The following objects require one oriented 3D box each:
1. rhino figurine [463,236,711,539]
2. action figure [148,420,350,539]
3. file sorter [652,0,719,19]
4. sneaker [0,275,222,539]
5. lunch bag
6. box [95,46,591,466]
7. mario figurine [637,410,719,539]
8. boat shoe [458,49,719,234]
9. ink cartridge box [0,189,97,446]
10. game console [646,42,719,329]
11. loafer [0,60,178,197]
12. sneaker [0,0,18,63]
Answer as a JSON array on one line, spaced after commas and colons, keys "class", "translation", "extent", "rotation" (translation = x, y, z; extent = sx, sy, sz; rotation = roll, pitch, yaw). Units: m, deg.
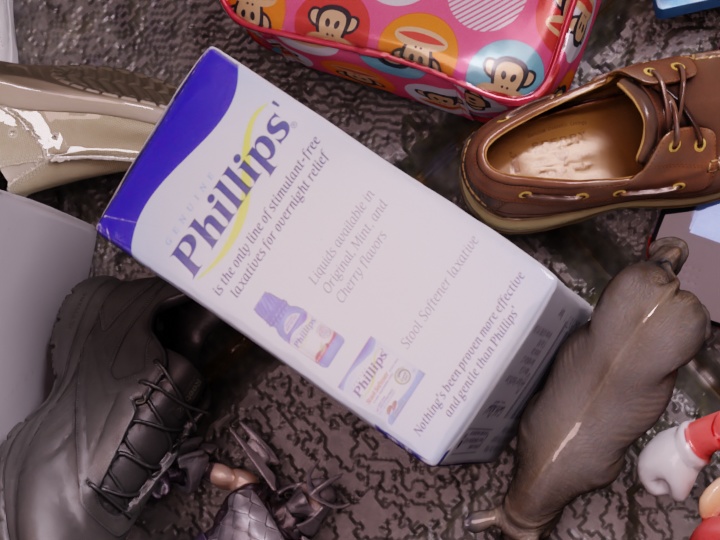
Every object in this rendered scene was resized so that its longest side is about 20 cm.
[{"class": "rhino figurine", "translation": [0.110, 0.078, 0.885], "extent": [0.060, 0.087, 0.201], "rotation": [34, 106, 10]}, {"class": "action figure", "translation": [-0.091, 0.163, 0.934], "extent": [0.199, 0.069, 0.131], "rotation": [-32, 66, 1]}, {"class": "file sorter", "translation": [0.230, -0.231, 0.870], "extent": [0.198, 0.123, 0.140], "rotation": [-12, 73, 4]}, {"class": "sneaker", "translation": [-0.124, 0.080, 0.902], "extent": [0.090, 0.076, 0.201], "rotation": [-11, 51, 30]}, {"class": "lunch bag", "translation": [0.036, -0.183, 0.942], "extent": [0.198, 0.082, 0.178], "rotation": [19, 87, 13]}, {"class": "box", "translation": [0.000, 0.000, 0.876], "extent": [0.199, 0.184, 0.105], "rotation": [35, 92, 13]}, {"class": "mario figurine", "translation": [0.219, 0.088, 0.869], "extent": [0.123, 0.106, 0.201], "rotation": [21, 80, 52]}, {"class": "boat shoe", "translation": [0.146, -0.068, 0.878], "extent": [0.198, 0.068, 0.073], "rotation": [-15, 79, 1]}, {"class": "ink cartridge box", "translation": [-0.268, 0.022, 0.945], "extent": [0.198, 0.145, 0.149], "rotation": [9, 86, 13]}, {"class": "game console", "translation": [0.255, -0.051, 0.909], "extent": [0.175, 0.031, 0.202], "rotation": [20, 88, 13]}, {"class": "loafer", "translation": [-0.167, -0.074, 0.957], "extent": [0.198, 0.076, 0.069], "rotation": [8, 108, -14]}, {"class": "sneaker", "translation": [-0.234, -0.153, 0.976], "extent": [0.073, 0.116, 0.202], "rotation": [5, 86, 10]}]
